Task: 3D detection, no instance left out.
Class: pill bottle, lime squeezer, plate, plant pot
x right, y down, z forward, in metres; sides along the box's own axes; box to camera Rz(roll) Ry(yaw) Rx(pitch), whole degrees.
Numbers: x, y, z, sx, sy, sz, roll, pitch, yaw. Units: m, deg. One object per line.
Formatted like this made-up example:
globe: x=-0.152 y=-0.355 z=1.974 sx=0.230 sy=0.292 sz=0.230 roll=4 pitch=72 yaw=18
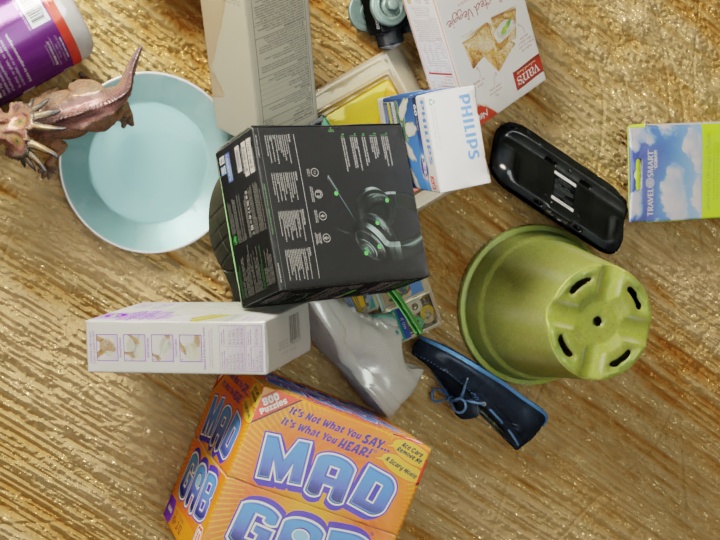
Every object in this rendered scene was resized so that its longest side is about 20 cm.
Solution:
pill bottle: x=-0.385 y=-0.227 z=1.334 sx=0.200 sy=0.112 sz=0.113 roll=-32 pitch=103 yaw=-11
lime squeezer: x=0.000 y=0.000 z=1.449 sx=0.200 sy=0.071 sz=0.038 roll=30 pitch=129 yaw=-27
plate: x=-0.234 y=-0.119 z=1.436 sx=0.199 sy=0.026 sz=0.201 roll=-1 pitch=94 yaw=-16
plant pot: x=0.240 y=0.051 z=1.513 sx=0.200 sy=0.184 sz=0.201 roll=-2 pitch=96 yaw=-17

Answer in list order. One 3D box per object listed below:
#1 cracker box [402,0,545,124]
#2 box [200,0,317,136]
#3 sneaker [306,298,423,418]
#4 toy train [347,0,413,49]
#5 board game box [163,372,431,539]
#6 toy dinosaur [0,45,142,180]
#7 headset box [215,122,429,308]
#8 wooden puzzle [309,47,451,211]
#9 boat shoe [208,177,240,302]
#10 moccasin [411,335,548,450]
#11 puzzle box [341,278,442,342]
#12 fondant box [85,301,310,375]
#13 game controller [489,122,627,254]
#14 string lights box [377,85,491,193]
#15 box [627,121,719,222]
cracker box: x=0.128 y=-0.278 z=1.472 sx=0.134 sy=0.058 sz=0.201 roll=-37 pitch=122 yaw=-30
box: x=-0.108 y=-0.245 z=1.382 sx=0.095 sy=0.078 sz=0.201 roll=-30 pitch=131 yaw=-36
sneaker: x=0.001 y=0.071 z=1.475 sx=0.088 sy=0.075 sz=0.200 roll=-44 pitch=119 yaw=-15
toy train: x=0.035 y=-0.357 z=1.471 sx=0.114 sy=0.085 sz=0.201 roll=-19 pitch=100 yaw=-24
board game box: x=-0.076 y=0.235 z=1.423 sx=0.199 sy=0.200 sz=0.200 roll=23 pitch=88 yaw=-18
toy dinosaur: x=-0.298 y=-0.161 z=1.329 sx=0.200 sy=0.136 sz=0.086 roll=-30 pitch=95 yaw=-6
headset box: x=-0.034 y=-0.061 z=1.371 sx=0.199 sy=0.093 sz=0.175 roll=-6 pitch=81 yaw=-32
wooden puzzle: x=0.007 y=-0.136 z=1.502 sx=0.200 sy=0.037 sz=0.185 roll=-31 pitch=103 yaw=-12
boat shoe: x=-0.116 y=-0.018 z=1.460 sx=0.075 sy=0.074 sz=0.201 roll=-2 pitch=107 yaw=26
moccasin: x=0.138 y=0.151 z=1.546 sx=0.200 sy=0.080 sz=0.068 roll=34 pitch=89 yaw=-16
puzzle box: x=0.005 y=0.000 z=1.499 sx=0.133 sy=0.025 sz=0.201 roll=-24 pitch=111 yaw=-9
fondant box: x=-0.169 y=0.069 z=1.368 sx=0.199 sy=0.144 sz=0.058 roll=-2 pitch=96 yaw=15
game controller: x=0.239 y=-0.099 z=1.555 sx=0.200 sy=0.042 sz=0.105 roll=31 pitch=54 yaw=-17
string lights box: x=0.077 y=-0.143 z=1.399 sx=0.059 sy=0.200 sz=0.103 roll=-12 pitch=98 yaw=-11
box: x=0.410 y=-0.124 z=1.616 sx=0.199 sy=0.048 sz=0.122 roll=-4 pitch=96 yaw=-20
